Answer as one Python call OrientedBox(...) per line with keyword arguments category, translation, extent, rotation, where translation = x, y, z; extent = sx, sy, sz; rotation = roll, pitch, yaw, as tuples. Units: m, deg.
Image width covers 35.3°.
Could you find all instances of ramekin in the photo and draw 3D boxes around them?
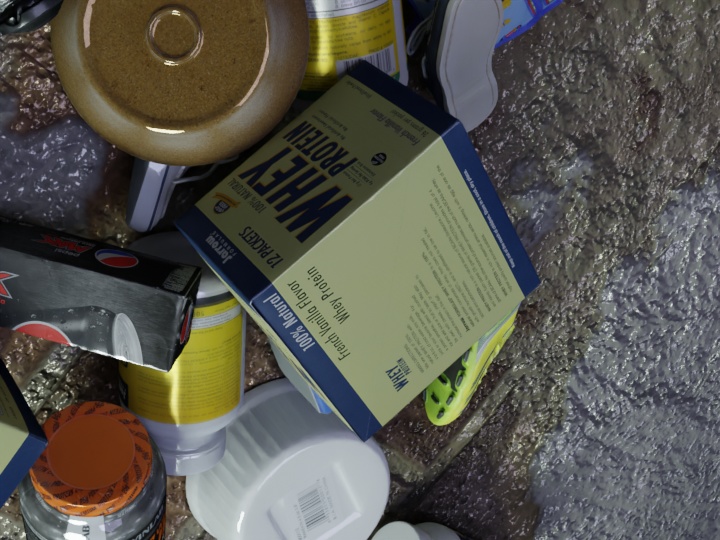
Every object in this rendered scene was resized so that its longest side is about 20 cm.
OrientedBox(category="ramekin", translation=(-0.066, 0.218, 1.144), extent=(0.200, 0.098, 0.201), rotation=(-16, 123, -26))

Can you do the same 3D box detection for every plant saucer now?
OrientedBox(category="plant saucer", translation=(-0.139, -0.177, 0.850), extent=(0.199, 0.035, 0.201), rotation=(0, 102, 0))

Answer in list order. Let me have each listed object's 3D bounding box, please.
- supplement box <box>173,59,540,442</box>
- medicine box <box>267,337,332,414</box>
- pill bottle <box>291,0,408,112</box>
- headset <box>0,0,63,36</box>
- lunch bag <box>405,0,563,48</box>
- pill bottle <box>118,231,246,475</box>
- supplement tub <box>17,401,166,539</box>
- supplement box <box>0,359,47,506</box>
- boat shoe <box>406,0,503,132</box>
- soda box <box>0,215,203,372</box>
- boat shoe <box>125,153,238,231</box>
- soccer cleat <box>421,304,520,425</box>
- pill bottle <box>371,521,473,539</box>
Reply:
OrientedBox(category="supplement box", translation=(0.003, -0.014, 0.897), extent=(0.200, 0.134, 0.200), rotation=(-41, 133, -7))
OrientedBox(category="medicine box", translation=(0.000, 0.000, 1.065), extent=(0.199, 0.103, 0.183), rotation=(-30, 128, -15))
OrientedBox(category="pill bottle", translation=(-0.024, -0.237, 0.912), extent=(0.112, 0.113, 0.201), rotation=(-23, 126, -22))
OrientedBox(category="headset", translation=(-0.259, -0.204, 0.780), extent=(0.123, 0.094, 0.201), rotation=(23, 89, -32))
OrientedBox(category="lunch bag", translation=(0.115, -0.277, 0.995), extent=(0.200, 0.094, 0.151), rotation=(-41, 150, 7))
OrientedBox(category="pill bottle", translation=(-0.157, 0.076, 0.995), extent=(0.112, 0.112, 0.201), rotation=(-10, 120, -29))
OrientedBox(category="supplement tub", translation=(-0.228, 0.206, 0.974), extent=(0.122, 0.123, 0.200), rotation=(-20, 148, -24))
OrientedBox(category="supplement box", translation=(-0.389, 0.139, 0.850), extent=(0.200, 0.134, 0.200), rotation=(36, 92, -41))
OrientedBox(category="boat shoe", translation=(0.081, -0.192, 0.964), extent=(0.075, 0.062, 0.200), rotation=(-38, 158, -5))
OrientedBox(category="soda box", translation=(-0.230, 0.013, 0.878), extent=(0.199, 0.063, 0.071), rotation=(15, 109, 1))
OrientedBox(category="boat shoe", translation=(-0.128, -0.120, 0.930), extent=(0.086, 0.075, 0.203), rotation=(17, 99, -21))
OrientedBox(category="soccer cleat", translation=(0.130, 0.081, 1.222), extent=(0.083, 0.065, 0.201), rotation=(8, 109, -39))
OrientedBox(category="pill bottle", translation=(0.097, 0.360, 1.322), extent=(0.200, 0.111, 0.111), rotation=(34, 94, -41))
